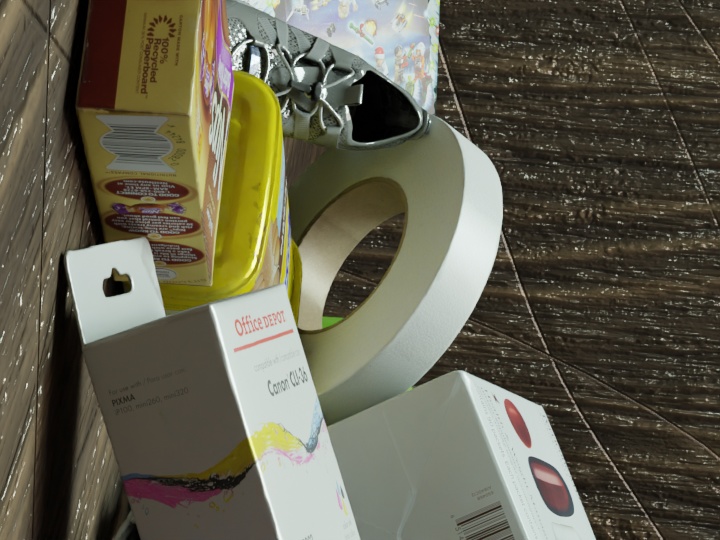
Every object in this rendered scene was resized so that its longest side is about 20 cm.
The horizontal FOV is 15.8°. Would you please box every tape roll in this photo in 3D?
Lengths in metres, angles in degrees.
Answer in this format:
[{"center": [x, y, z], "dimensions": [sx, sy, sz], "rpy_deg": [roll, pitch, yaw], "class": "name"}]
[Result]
[{"center": [0.000, 0.000, 1.544], "dimensions": [0.202, 0.037, 0.204], "rpy_deg": [-33, -141, 31], "class": "tape roll"}]

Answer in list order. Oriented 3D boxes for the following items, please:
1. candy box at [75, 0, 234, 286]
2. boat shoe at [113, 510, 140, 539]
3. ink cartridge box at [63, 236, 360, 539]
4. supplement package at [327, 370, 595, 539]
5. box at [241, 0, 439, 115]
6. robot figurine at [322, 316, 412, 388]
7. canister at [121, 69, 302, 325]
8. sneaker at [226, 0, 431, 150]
[{"center": [-0.095, -0.083, 1.232], "dimensions": [0.200, 0.056, 0.117], "rpy_deg": [87, 7, -67], "class": "candy box"}, {"center": [-0.092, 0.145, 1.363], "dimensions": [0.200, 0.073, 0.067], "rpy_deg": [-69, 155, -52], "class": "boat shoe"}, {"center": [-0.062, 0.075, 1.185], "dimensions": [0.116, 0.067, 0.201], "rpy_deg": [-18, 91, -75], "class": "ink cartridge box"}, {"center": [0.054, 0.181, 1.521], "dimensions": [0.192, 0.146, 0.200], "rpy_deg": [69, 12, 13], "class": "supplement package"}, {"center": [-0.028, -0.155, 1.580], "dimensions": [0.199, 0.040, 0.138], "rpy_deg": [-12, 107, -48], "class": "box"}, {"center": [-0.025, 0.134, 1.735], "dimensions": [0.176, 0.115, 0.201], "rpy_deg": [68, 27, -78], "class": "robot figurine"}, {"center": [-0.081, 0.000, 1.423], "dimensions": [0.200, 0.086, 0.149], "rpy_deg": [88, 8, -62], "class": "canister"}, {"center": [-0.036, -0.111, 1.484], "dimensions": [0.199, 0.082, 0.075], "rpy_deg": [8, 93, -51], "class": "sneaker"}]
